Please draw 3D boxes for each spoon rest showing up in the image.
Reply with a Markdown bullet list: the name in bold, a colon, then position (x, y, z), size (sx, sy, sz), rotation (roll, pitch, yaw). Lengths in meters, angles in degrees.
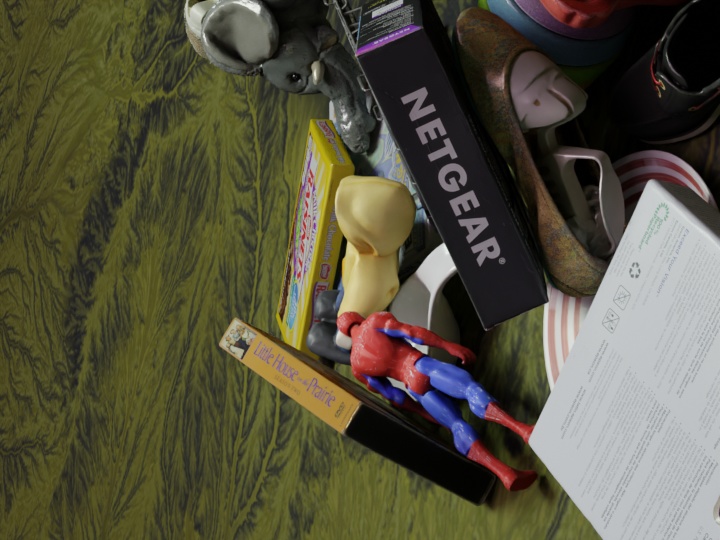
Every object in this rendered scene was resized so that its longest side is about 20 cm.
- **spoon rest**: position (0.060, 0.028, 1.328), size (0.200, 0.060, 0.100), rotation (-53, 37, 43)

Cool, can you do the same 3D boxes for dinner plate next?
- **dinner plate**: position (0.180, 0.023, 1.126), size (0.200, 0.024, 0.201), rotation (-33, 53, 58)

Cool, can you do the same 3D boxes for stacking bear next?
- **stacking bear**: position (0.127, -0.159, 1.200), size (0.114, 0.121, 0.200), rotation (60, 150, 22)

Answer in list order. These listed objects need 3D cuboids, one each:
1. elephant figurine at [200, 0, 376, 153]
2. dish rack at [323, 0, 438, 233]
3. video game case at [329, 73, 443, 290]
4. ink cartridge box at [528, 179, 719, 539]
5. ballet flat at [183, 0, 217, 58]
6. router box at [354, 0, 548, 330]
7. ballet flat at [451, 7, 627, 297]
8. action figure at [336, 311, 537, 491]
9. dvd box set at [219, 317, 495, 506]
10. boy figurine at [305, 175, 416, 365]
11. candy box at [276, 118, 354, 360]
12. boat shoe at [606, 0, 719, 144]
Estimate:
- **elephant figurine**: position (-0.066, -0.215, 1.490), size (0.155, 0.141, 0.201), rotation (-125, 36, -58)
- **dish rack**: position (0.032, -0.134, 1.339), size (0.154, 0.054, 0.200), rotation (65, -177, -46)
- **video game case**: position (0.021, -0.085, 1.488), size (0.182, 0.022, 0.201), rotation (-32, 54, 57)
- **ink cartridge box**: position (0.193, 0.080, 1.017), size (0.200, 0.043, 0.197), rotation (52, 127, 48)
- **ballet flat**: position (-0.146, -0.302, 1.832), size (0.201, 0.068, 0.075), rotation (-62, -5, 31)
- **router box**: position (0.060, -0.080, 1.151), size (0.149, 0.051, 0.201), rotation (-85, -30, -70)
- **ballet flat**: position (0.123, -0.079, 1.106), size (0.071, 0.070, 0.201), rotation (-5, 109, 63)
- **action figure**: position (0.054, 0.083, 1.264), size (0.200, 0.052, 0.066), rotation (34, 118, 32)
- **dvd box set**: position (-0.005, 0.104, 1.316), size (0.029, 0.146, 0.200), rotation (-59, 34, -1)
- **boy figurine**: position (0.000, 0.000, 1.364), size (0.200, 0.064, 0.125), rotation (102, -179, -58)
- **candy box**: position (-0.041, -0.023, 1.545), size (0.102, 0.026, 0.201), rotation (-118, 35, -59)
- **boat shoe**: position (0.209, -0.134, 1.076), size (0.201, 0.063, 0.074), rotation (-30, 59, 60)
